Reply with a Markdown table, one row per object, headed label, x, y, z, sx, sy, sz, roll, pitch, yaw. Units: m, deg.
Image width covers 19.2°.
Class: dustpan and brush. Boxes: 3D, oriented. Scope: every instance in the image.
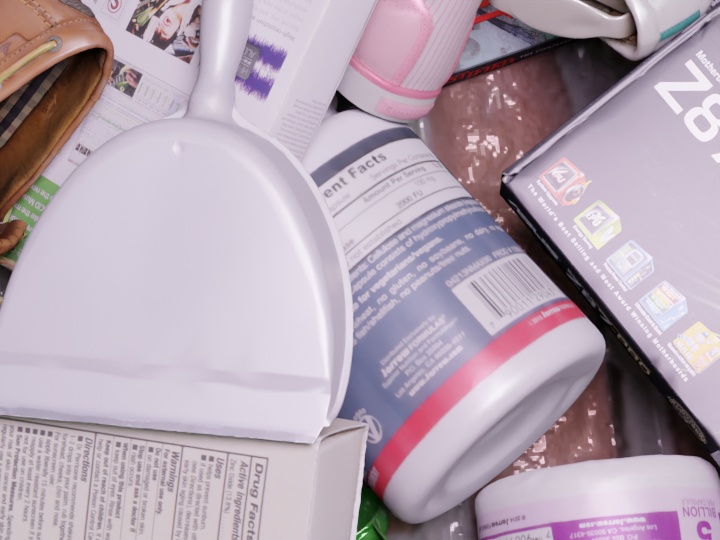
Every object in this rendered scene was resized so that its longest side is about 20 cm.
| label | x | y | z | sx | sy | sz | roll | pitch | yaw |
| --- | --- | --- | --- | --- | --- | --- | --- | --- | --- |
| dustpan and brush | -0.064 | -0.037 | 0.824 | 0.139 | 0.057 | 0.200 | 5 | 84 | 10 |

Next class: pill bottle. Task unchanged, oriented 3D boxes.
| label | x | y | z | sx | sy | sz | roll | pitch | yaw |
| --- | --- | --- | --- | --- | --- | --- | --- | --- | --- |
| pill bottle | 0.000 | 0.000 | 0.930 | 0.120 | 0.120 | 0.200 | -35 | 73 | -20 |
| pill bottle | 0.115 | 0.187 | 0.921 | 0.112 | 0.112 | 0.200 | -3 | 77 | -16 |

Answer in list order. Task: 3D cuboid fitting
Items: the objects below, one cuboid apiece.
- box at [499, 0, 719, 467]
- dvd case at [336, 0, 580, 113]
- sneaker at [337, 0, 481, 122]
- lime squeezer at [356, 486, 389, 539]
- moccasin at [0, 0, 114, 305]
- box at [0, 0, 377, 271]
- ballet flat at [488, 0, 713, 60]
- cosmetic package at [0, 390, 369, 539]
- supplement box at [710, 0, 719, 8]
| label | x | y | z | sx | sy | sz | roll | pitch | yaw |
| --- | --- | --- | --- | --- | --- | --- | --- | --- | --- |
| box | 0.182 | -0.010 | 0.920 | 0.161 | 0.049 | 0.200 | -37 | 82 | -3 |
| dvd case | 0.046 | -0.168 | 1.046 | 0.200 | 0.022 | 0.146 | -20 | 81 | -18 |
| sneaker | -0.009 | -0.167 | 0.936 | 0.075 | 0.105 | 0.200 | -6 | 48 | -43 |
| lime squeezer | -0.025 | 0.087 | 0.939 | 0.038 | 0.071 | 0.200 | -42 | 57 | 4 |
| moccasin | -0.171 | -0.028 | 0.887 | 0.201 | 0.074 | 0.078 | -49 | 54 | 7 |
| box | -0.083 | -0.075 | 0.898 | 0.144 | 0.036 | 0.200 | 30 | 97 | 33 |
| ballet flat | 0.063 | -0.151 | 0.964 | 0.200 | 0.069 | 0.069 | 27 | 68 | 22 |
| cosmetic package | -0.106 | 0.098 | 0.848 | 0.200 | 0.087 | 0.104 | 9 | 93 | 14 |
| supplement box | 0.169 | -0.157 | 1.013 | 0.061 | 0.109 | 0.200 | -28 | 92 | 21 |
